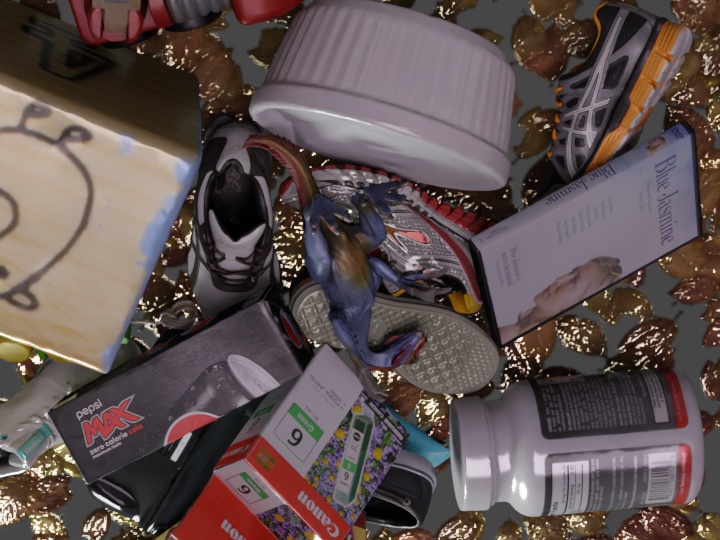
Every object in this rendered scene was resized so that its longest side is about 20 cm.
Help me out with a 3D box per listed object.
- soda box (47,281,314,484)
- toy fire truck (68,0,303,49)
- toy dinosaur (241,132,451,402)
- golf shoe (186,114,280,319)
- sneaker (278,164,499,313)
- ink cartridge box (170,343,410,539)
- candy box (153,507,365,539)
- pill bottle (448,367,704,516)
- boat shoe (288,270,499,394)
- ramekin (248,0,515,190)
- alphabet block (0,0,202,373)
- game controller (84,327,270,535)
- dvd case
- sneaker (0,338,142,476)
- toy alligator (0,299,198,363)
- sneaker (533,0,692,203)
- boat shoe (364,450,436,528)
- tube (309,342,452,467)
[{"bbox_3d":[-0.139,0.089,1.523,0.200,0.063,0.071,-28,96,12],"label":"soda box"},{"bbox_3d":[-0.127,-0.214,1.381,0.175,0.200,0.129,-14,116,1],"label":"toy fire truck"},{"bbox_3d":[0.000,0.000,1.514,0.105,0.200,0.182,-27,151,-21],"label":"toy dinosaur"},{"bbox_3d":[-0.104,-0.019,1.540,0.077,0.095,0.201,-1,114,2],"label":"golf shoe"},{"bbox_3d":[0.026,-0.027,1.547,0.199,0.078,0.082,23,79,-14],"label":"sneaker"},{"bbox_3d":[-0.051,0.165,1.522,0.109,0.200,0.050,47,140,-14],"label":"ink cartridge box"},{"bbox_3d":[-0.100,0.244,1.623,0.116,0.057,0.200,25,136,-29],"label":"candy box"},{"bbox_3d":[0.179,0.145,1.633,0.199,0.116,0.116,-4,114,-4],"label":"pill bottle"},{"bbox_3d":[0.027,0.046,1.604,0.199,0.062,0.075,19,107,-24],"label":"boat shoe"},{"bbox_3d":[0.024,-0.133,1.456,0.202,0.202,0.095,17,84,-13],"label":"ramekin"},{"bbox_3d":[-0.244,-0.073,1.449,0.199,0.196,0.196,20,108,-14],"label":"alphabet block"},{"bbox_3d":[-0.153,0.136,1.610,0.104,0.042,0.200,33,120,2],"label":"game controller"},{"bbox_3d":[0.184,-0.026,1.553,0.200,0.018,0.143,-29,144,-8],"label":"dvd case"},{"bbox_3d":[-0.263,0.126,1.590,0.200,0.089,0.075,-30,111,0],"label":"sneaker"},{"bbox_3d":[-0.227,0.049,1.573,0.199,0.059,0.054,1,144,3],"label":"toy alligator"},{"bbox_3d":[0.185,-0.124,1.546,0.077,0.078,0.200,34,115,12],"label":"sneaker"},{"bbox_3d":[-0.037,0.178,1.632,0.199,0.057,0.069,4,137,7],"label":"boat shoe"},{"bbox_3d":[-0.014,0.121,1.642,0.077,0.050,0.200,-36,117,21],"label":"tube"}]
